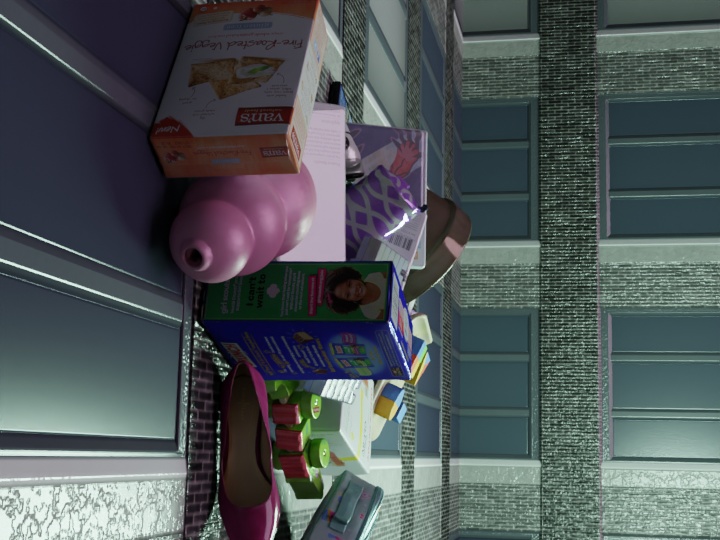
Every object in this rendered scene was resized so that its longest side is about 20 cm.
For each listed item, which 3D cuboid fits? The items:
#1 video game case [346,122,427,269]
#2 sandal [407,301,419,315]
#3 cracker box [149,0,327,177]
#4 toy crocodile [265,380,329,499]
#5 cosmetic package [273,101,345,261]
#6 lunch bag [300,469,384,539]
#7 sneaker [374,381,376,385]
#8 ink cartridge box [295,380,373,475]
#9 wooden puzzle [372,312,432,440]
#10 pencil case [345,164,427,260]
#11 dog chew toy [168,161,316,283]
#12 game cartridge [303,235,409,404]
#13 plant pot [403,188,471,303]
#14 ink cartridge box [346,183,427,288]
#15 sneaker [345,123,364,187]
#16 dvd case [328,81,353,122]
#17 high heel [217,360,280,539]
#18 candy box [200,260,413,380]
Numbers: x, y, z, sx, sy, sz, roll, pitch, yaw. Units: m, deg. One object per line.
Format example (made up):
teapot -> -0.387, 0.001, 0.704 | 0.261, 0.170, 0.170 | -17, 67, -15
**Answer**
video game case -> 0.005, -0.107, 1.612 | 0.023, 0.182, 0.201 | 149, -57, -72
sandal -> 0.069, 0.053, 1.790 | 0.203, 0.050, 0.083 | -65, 163, -56
cracker box -> -0.113, -0.180, 1.118 | 0.058, 0.134, 0.200 | 76, 17, -49
toy crocodile -> -0.083, 0.204, 1.426 | 0.062, 0.067, 0.200 | -61, 147, -59
cosmetic package -> -0.075, -0.098, 1.358 | 0.101, 0.074, 0.201 | 3, 87, -35
lunch bag -> -0.039, 0.351, 1.447 | 0.161, 0.077, 0.200 | -61, 178, 23
sneaker -> 0.005, 0.100, 1.822 | 0.121, 0.083, 0.200 | 78, 14, -49
ink cartridge box -> -0.040, 0.186, 1.592 | 0.200, 0.083, 0.146 | 67, 24, -61
wooden puzzle -> 0.060, 0.175, 1.787 | 0.200, 0.046, 0.185 | -59, 166, -11
pencil case -> -0.018, -0.050, 1.450 | 0.084, 0.200, 0.086 | 50, 8, -14
dog chew toy -> -0.121, -0.052, 1.130 | 0.200, 0.124, 0.125 | -53, 141, -60
game cartridge -> -0.005, 0.063, 1.418 | 0.200, 0.038, 0.130 | -68, 155, -4
plant pot -> 0.036, -0.070, 1.710 | 0.174, 0.200, 0.200 | 47, 31, -22
ink cartridge box -> 0.000, 0.000, 1.548 | 0.068, 0.116, 0.200 | 155, -44, -72
sneaker -> -0.045, -0.148, 1.488 | 0.200, 0.074, 0.089 | 160, -81, -70
dvd case -> -0.026, -0.185, 1.847 | 0.200, 0.017, 0.143 | 70, 22, -57
high heel -> -0.124, 0.198, 1.215 | 0.096, 0.067, 0.200 | 90, -9, -58
candy box -> -0.052, 0.057, 1.246 | 0.169, 0.199, 0.077 | 70, 21, -62
